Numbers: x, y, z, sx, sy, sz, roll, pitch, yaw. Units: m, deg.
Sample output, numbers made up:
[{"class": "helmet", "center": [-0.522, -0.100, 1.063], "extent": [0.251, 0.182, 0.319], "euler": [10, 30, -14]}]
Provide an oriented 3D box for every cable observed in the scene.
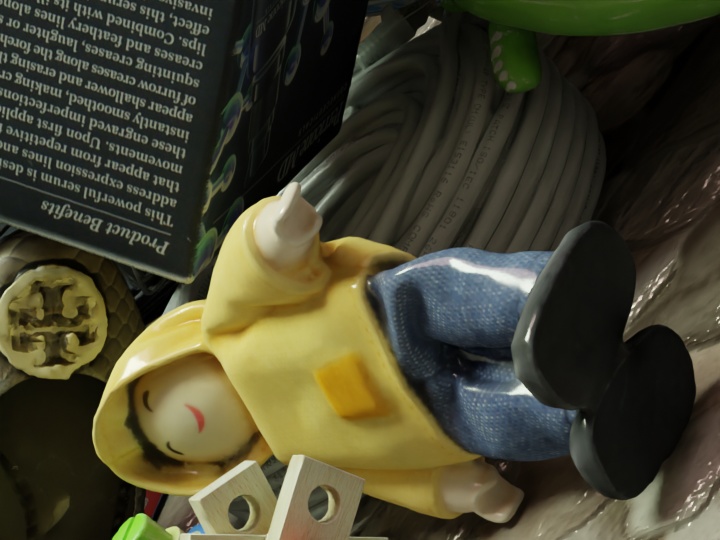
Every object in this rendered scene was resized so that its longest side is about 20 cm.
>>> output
[{"class": "cable", "center": [0.000, 0.000, 0.973], "extent": [0.200, 0.069, 0.200], "euler": [-46, 19, 15]}]

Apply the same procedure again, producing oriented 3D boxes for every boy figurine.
[{"class": "boy figurine", "center": [-0.004, 0.026, 0.814], "extent": [0.199, 0.125, 0.065], "euler": [-5, 38, 40]}]

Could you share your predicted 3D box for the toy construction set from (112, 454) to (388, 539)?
[{"class": "toy construction set", "center": [-0.044, 0.122, 0.810], "extent": [0.131, 0.092, 0.200], "euler": [-56, 8, -21]}]

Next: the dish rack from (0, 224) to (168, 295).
[{"class": "dish rack", "center": [-0.177, 0.002, 0.961], "extent": [0.200, 0.153, 0.055], "euler": [-47, -23, -20]}]

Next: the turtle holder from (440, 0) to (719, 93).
[{"class": "turtle holder", "center": [0.086, -0.155, 0.919], "extent": [0.140, 0.132, 0.186], "euler": [-1, 30, 21]}]

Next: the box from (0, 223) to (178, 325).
[{"class": "box", "center": [-0.111, -0.030, 1.142], "extent": [0.148, 0.104, 0.200], "euler": [-39, -1, 29]}]

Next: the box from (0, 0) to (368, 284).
[{"class": "box", "center": [-0.058, -0.123, 0.876], "extent": [0.148, 0.107, 0.201], "euler": [-50, -24, -61]}]

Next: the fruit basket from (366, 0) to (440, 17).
[{"class": "fruit basket", "center": [-0.032, -0.136, 1.055], "extent": [0.184, 0.094, 0.200], "euler": [-7, 8, 22]}]

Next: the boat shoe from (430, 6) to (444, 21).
[{"class": "boat shoe", "center": [0.086, -0.193, 1.150], "extent": [0.201, 0.072, 0.061], "euler": [-46, 22, 20]}]

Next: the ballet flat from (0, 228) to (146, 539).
[{"class": "ballet flat", "center": [-0.100, 0.084, 0.912], "extent": [0.046, 0.067, 0.201], "euler": [-118, 30, -68]}]

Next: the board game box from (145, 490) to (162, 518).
[{"class": "board game box", "center": [-0.183, 0.174, 1.075], "extent": [0.196, 0.056, 0.200], "euler": [-35, 23, 39]}]
